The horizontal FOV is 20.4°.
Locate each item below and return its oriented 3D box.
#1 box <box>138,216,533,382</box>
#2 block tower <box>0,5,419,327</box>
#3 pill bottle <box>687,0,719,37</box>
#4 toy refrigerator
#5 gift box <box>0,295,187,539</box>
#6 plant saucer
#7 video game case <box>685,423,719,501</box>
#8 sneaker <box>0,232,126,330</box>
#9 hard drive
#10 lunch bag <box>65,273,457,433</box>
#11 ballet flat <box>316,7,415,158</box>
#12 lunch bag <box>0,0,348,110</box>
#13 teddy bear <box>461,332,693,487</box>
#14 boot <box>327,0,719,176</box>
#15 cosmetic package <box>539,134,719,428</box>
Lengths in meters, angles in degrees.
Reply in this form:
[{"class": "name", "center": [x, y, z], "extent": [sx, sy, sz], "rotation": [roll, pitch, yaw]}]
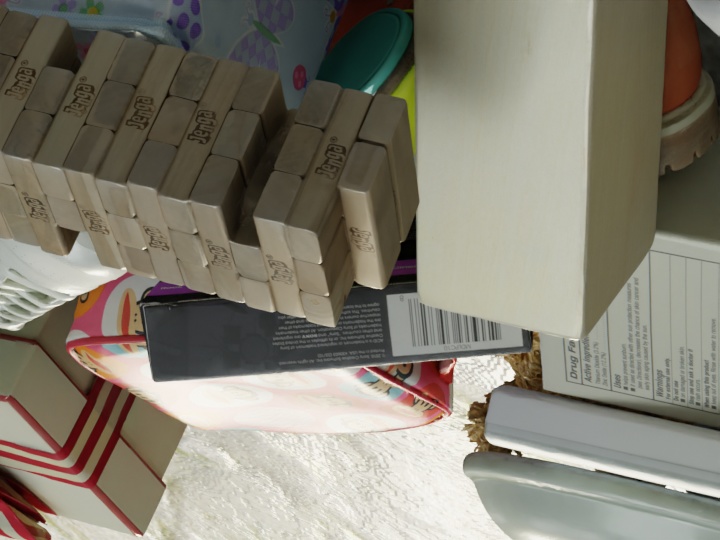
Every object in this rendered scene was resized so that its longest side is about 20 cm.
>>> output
[{"class": "box", "center": [0.000, 0.000, 0.813], "extent": [0.142, 0.036, 0.200], "rotation": [-5, -167, 7]}, {"class": "block tower", "center": [-0.085, -0.039, 0.616], "extent": [0.199, 0.054, 0.058], "rotation": [13, 149, 15]}, {"class": "pill bottle", "center": [0.205, -0.069, 0.621], "extent": [0.199, 0.112, 0.111], "rotation": [34, 154, -22]}, {"class": "toy refrigerator", "center": [0.057, -0.086, 0.654], "extent": [0.070, 0.076, 0.201], "rotation": [12, 123, 23]}, {"class": "gift box", "center": [-0.198, 0.038, 1.112], "extent": [0.199, 0.188, 0.185], "rotation": [6, 150, 32]}, {"class": "plant saucer", "center": [0.139, 0.132, 0.932], "extent": [0.199, 0.051, 0.200], "rotation": [15, 172, 2]}, {"class": "video game case", "center": [0.239, 0.047, 0.852], "extent": [0.180, 0.046, 0.201], "rotation": [17, 141, 17]}, {"class": "sneaker", "center": [-0.152, -0.008, 0.929], "extent": [0.076, 0.081, 0.200], "rotation": [31, 173, -21]}, {"class": "hard drive", "center": [0.167, 0.084, 0.814], "extent": [0.199, 0.026, 0.132], "rotation": [10, 175, 34]}, {"class": "lunch bag", "center": [-0.035, 0.031, 1.019], "extent": [0.175, 0.083, 0.200], "rotation": [-2, 162, 24]}, {"class": "ballet flat", "center": [-0.009, -0.049, 0.759], "extent": [0.067, 0.067, 0.200], "rotation": [37, 157, -20]}, {"class": "lunch bag", "center": [-0.107, -0.128, 0.712], "extent": [0.199, 0.170, 0.127], "rotation": [11, 152, 26]}, {"class": "teddy bear", "center": [0.122, 0.057, 0.969], "extent": [0.144, 0.067, 0.201], "rotation": [-14, 147, -7]}, {"class": "boot", "center": [0.041, -0.107, 0.763], "extent": [0.199, 0.075, 0.108], "rotation": [12, 134, 37]}, {"class": "cosmetic package", "center": [0.170, 0.009, 0.757], "extent": [0.199, 0.073, 0.104], "rotation": [13, 137, 21]}]
